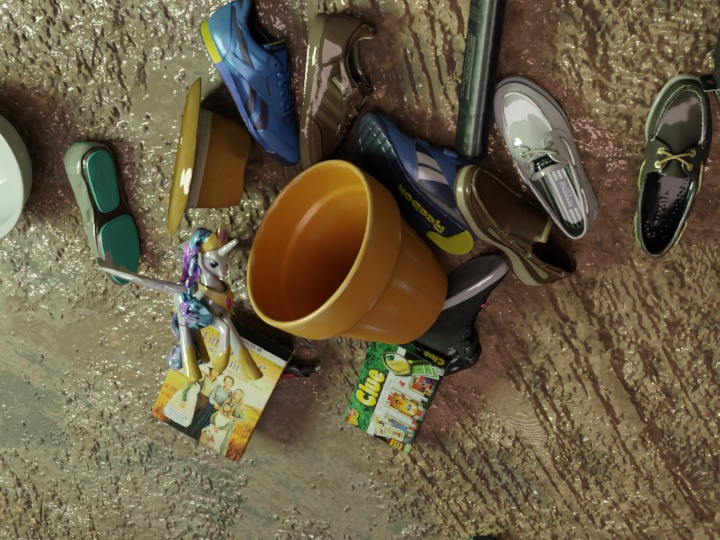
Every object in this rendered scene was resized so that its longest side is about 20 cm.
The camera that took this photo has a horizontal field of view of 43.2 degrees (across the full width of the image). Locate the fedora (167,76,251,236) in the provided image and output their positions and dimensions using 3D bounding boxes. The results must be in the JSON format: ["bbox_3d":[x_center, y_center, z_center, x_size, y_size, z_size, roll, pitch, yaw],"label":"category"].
[{"bbox_3d":[-0.175,-0.127,1.065,0.081,0.201,0.201,9,122,-14],"label":"fedora"}]

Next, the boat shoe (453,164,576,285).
[{"bbox_3d":[0.184,-0.054,1.032,0.075,0.075,0.202,-1,150,42],"label":"boat shoe"}]

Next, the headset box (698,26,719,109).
[{"bbox_3d":[0.436,-0.187,0.883,0.199,0.149,0.078,1,117,13],"label":"headset box"}]

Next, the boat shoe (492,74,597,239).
[{"bbox_3d":[0.212,-0.127,1.022,0.073,0.067,0.200,-30,107,26],"label":"boat shoe"}]

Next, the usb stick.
[{"bbox_3d":[0.131,-0.220,1.003,0.032,0.056,0.201,-5,120,-14],"label":"usb stick"}]

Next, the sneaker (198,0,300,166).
[{"bbox_3d":[-0.108,-0.217,1.060,0.078,0.066,0.201,-21,110,20],"label":"sneaker"}]

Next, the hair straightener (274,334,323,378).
[{"bbox_3d":[-0.144,0.123,1.264,0.199,0.041,0.077,-3,116,23],"label":"hair straightener"}]

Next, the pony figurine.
[{"bbox_3d":[-0.205,0.031,1.123,0.192,0.166,0.201,9,112,41],"label":"pony figurine"}]

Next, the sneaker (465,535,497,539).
[{"bbox_3d":[0.165,0.461,1.361,0.087,0.075,0.200,30,130,-22],"label":"sneaker"}]

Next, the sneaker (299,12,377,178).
[{"bbox_3d":[-0.026,-0.191,1.049,0.075,0.071,0.201,10,120,9],"label":"sneaker"}]

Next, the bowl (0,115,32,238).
[{"bbox_3d":[-0.508,-0.142,1.192,0.200,0.090,0.202,6,118,12],"label":"bowl"}]

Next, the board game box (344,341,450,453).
[{"bbox_3d":[0.045,0.162,1.212,0.104,0.023,0.201,28,137,11],"label":"board game box"}]

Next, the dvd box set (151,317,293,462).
[{"bbox_3d":[-0.195,0.158,1.261,0.146,0.029,0.201,29,119,2],"label":"dvd box set"}]

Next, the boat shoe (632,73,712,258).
[{"bbox_3d":[0.344,-0.110,0.999,0.071,0.061,0.202,8,119,11],"label":"boat shoe"}]

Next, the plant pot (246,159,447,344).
[{"bbox_3d":[0.000,0.000,1.068,0.200,0.201,0.183,-36,136,28],"label":"plant pot"}]

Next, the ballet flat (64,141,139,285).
[{"bbox_3d":[-0.343,-0.077,1.209,0.063,0.067,0.201,16,124,38],"label":"ballet flat"}]

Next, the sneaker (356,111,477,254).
[{"bbox_3d":[0.076,-0.112,1.068,0.200,0.082,0.074,48,152,1],"label":"sneaker"}]

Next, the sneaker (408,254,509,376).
[{"bbox_3d":[0.135,0.061,1.146,0.099,0.071,0.200,42,126,-11],"label":"sneaker"}]
